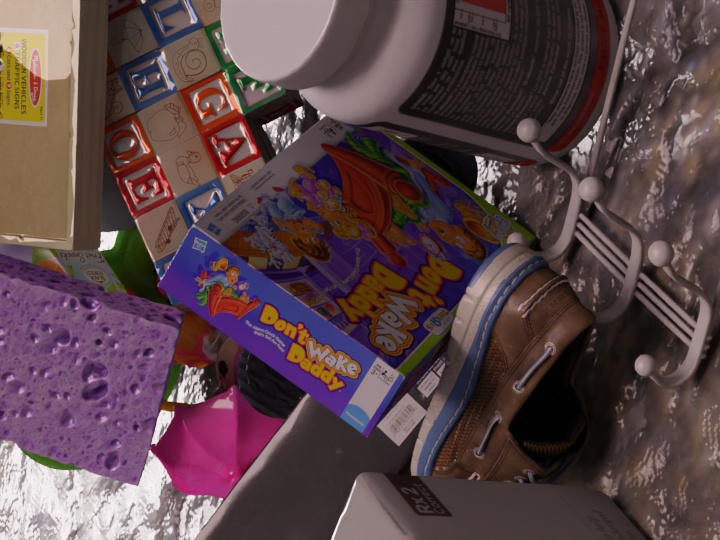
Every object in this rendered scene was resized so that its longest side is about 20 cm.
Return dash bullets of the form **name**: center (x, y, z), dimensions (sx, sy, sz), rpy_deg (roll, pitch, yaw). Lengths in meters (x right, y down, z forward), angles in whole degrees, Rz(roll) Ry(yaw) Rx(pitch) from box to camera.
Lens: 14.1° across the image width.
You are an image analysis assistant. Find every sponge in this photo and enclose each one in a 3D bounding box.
- **sponge**: center (-0.212, 0.047, 1.722), dimensions (0.030, 0.200, 0.112), rpy_deg (-73, 0, -65)

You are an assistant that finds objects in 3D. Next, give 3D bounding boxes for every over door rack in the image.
- **over door rack**: center (0.150, -0.062, 1.490), dimensions (0.148, 0.067, 0.200), rpy_deg (48, 122, 48)

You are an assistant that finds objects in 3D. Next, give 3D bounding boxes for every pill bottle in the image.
- **pill bottle**: center (0.032, -0.128, 1.547), dimensions (0.116, 0.200, 0.116), rpy_deg (-14, 71, 46)

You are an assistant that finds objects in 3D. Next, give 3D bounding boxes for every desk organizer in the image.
- **desk organizer**: center (-0.005, 0.107, 1.671), dimensions (0.072, 0.077, 0.200), rpy_deg (41, 104, 14)

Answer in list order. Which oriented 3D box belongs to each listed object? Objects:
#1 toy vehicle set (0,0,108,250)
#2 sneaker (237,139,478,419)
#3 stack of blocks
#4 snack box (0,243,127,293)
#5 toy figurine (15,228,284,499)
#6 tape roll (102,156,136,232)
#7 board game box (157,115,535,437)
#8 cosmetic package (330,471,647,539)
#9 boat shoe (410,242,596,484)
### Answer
- **toy vehicle set**: center (-0.206, -0.116, 1.713), dimensions (0.124, 0.027, 0.200), rpy_deg (7, 99, 33)
- **sneaker**: center (0.000, 0.000, 1.698), dimensions (0.066, 0.078, 0.200), rpy_deg (37, 101, 7)
- **stack of blocks**: center (-0.095, -0.090, 1.720), dimensions (0.115, 0.059, 0.200), rpy_deg (-26, 81, 7)
- **snack box**: center (-0.255, 0.026, 1.799), dimensions (0.200, 0.053, 0.142), rpy_deg (-45, 69, 23)
- **toy figurine**: center (-0.098, 0.063, 1.811), dimensions (0.184, 0.150, 0.200), rpy_deg (24, 78, 42)
- **tape roll**: center (-0.141, -0.122, 1.854), dimensions (0.200, 0.066, 0.200), rpy_deg (-26, 40, 25)
- **board game box**: center (-0.003, -0.006, 1.551), dimensions (0.134, 0.200, 0.045), rpy_deg (36, 121, 6)
- **cosmetic package**: center (0.065, 0.231, 1.464), dimensions (0.165, 0.165, 0.200), rpy_deg (48, 123, 48)
- **boat shoe**: center (0.079, 0.080, 1.537), dimensions (0.072, 0.072, 0.200), rpy_deg (36, 142, 25)
